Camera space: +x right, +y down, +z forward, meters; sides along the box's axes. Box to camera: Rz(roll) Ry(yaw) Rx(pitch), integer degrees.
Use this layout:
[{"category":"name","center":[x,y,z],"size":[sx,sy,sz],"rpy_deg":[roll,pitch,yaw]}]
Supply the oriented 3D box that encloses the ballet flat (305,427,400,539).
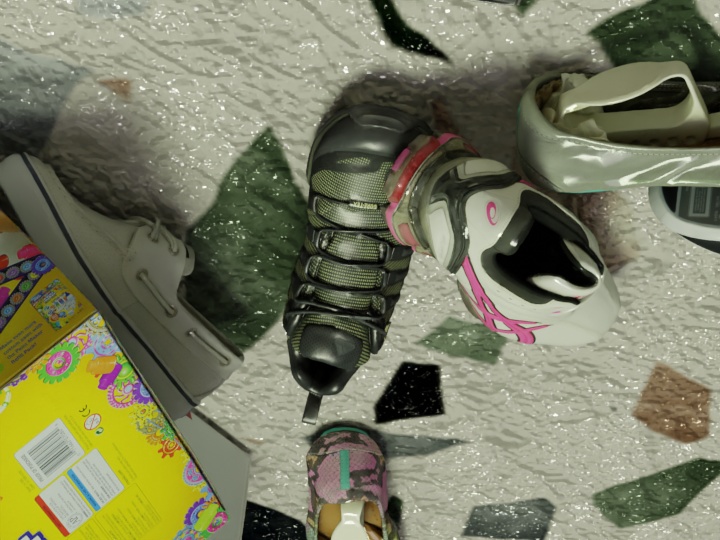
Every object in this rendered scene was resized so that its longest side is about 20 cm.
[{"category":"ballet flat","center":[-0.007,0.188,1.156],"size":[0.069,0.071,0.200],"rpy_deg":[0,142,4]}]

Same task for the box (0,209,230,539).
[{"category":"box","center":[-0.198,0.067,0.903],"size":[0.122,0.193,0.200],"rpy_deg":[-39,140,-13]}]

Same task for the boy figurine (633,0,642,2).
[{"category":"boy figurine","center":[0.110,-0.164,0.702],"size":[0.199,0.065,0.125],"rpy_deg":[7,145,-8]}]

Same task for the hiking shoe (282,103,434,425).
[{"category":"hiking shoe","center":[0.000,0.000,0.891],"size":[0.075,0.101,0.200],"rpy_deg":[7,142,-4]}]

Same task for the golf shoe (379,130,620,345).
[{"category":"golf shoe","center":[0.091,0.003,0.866],"size":[0.073,0.092,0.200],"rpy_deg":[-57,141,1]}]

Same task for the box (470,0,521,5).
[{"category":"box","center":[0.055,-0.217,0.562],"size":[0.048,0.159,0.200],"rpy_deg":[10,141,-3]}]

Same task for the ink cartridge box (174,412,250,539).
[{"category":"ink cartridge box","center":[-0.198,0.176,1.102],"size":[0.199,0.145,0.145],"rpy_deg":[-21,136,29]}]

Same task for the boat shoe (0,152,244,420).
[{"category":"boat shoe","center":[-0.129,0.000,0.942],"size":[0.070,0.071,0.200],"rpy_deg":[-35,124,-2]}]

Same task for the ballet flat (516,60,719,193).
[{"category":"ballet flat","center":[0.175,-0.073,0.810],"size":[0.199,0.068,0.064],"rpy_deg":[-2,133,8]}]

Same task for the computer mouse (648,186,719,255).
[{"category":"computer mouse","center":[0.246,-0.033,0.839],"size":[0.199,0.110,0.044],"rpy_deg":[3,144,18]}]
